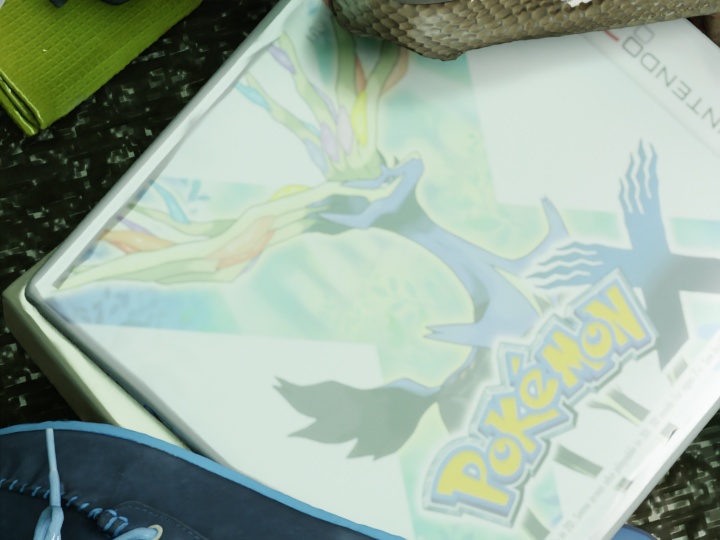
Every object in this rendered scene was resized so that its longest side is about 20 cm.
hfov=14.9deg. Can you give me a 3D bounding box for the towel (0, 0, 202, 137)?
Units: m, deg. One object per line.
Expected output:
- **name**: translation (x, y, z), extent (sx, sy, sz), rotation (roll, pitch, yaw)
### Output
- **towel**: translation (-0.140, -0.148, 0.923), extent (0.086, 0.018, 0.200), rotation (-41, 101, -21)

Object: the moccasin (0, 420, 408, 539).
- **moccasin**: translation (-0.059, 0.092, 0.796), extent (0.199, 0.068, 0.081), rotation (8, 121, 29)

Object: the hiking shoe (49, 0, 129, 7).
- **hiking shoe**: translation (-0.025, -0.134, 0.861), extent (0.074, 0.200, 0.087), rotation (28, 67, -28)

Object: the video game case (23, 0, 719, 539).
- **video game case**: translation (0.031, -0.007, 0.836), extent (0.182, 0.022, 0.200), rotation (41, 80, 0)

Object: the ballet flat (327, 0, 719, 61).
- **ballet flat**: translation (0.082, -0.095, 0.826), extent (0.199, 0.046, 0.068), rotation (-13, 55, -21)

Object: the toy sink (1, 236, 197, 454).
- **toy sink**: translation (0.000, 0.000, 0.899), extent (0.200, 0.112, 0.131), rotation (-40, 89, -9)

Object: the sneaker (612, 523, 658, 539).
- **sneaker**: translation (0.020, 0.141, 0.899), extent (0.199, 0.082, 0.074), rotation (-24, 84, -10)

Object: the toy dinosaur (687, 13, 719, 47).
- **toy dinosaur**: translation (0.134, -0.112, 0.933), extent (0.135, 0.086, 0.201), rotation (-18, 129, 0)

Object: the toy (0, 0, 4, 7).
- **toy**: translation (-0.186, -0.071, 0.880), extent (0.115, 0.200, 0.047), rotation (37, 38, -1)
